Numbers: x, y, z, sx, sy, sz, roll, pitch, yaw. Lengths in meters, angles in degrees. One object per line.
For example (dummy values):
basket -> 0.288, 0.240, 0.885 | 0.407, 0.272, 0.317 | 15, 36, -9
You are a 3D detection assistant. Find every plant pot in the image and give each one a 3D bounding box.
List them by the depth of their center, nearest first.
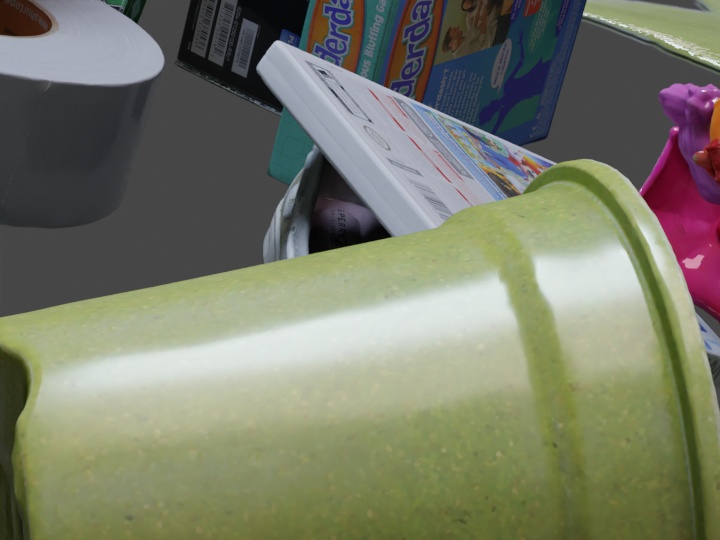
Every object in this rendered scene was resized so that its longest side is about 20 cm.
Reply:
plant pot -> -0.015, 0.073, 0.795 | 0.183, 0.201, 0.201 | -4, 27, -16

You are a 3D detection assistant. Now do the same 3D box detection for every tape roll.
tape roll -> -0.185, -0.087, 1.157 | 0.199, 0.066, 0.200 | 18, 17, -6

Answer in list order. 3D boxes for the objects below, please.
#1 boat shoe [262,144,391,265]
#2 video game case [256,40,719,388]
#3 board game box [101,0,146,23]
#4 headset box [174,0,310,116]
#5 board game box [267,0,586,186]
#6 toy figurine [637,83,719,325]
boat shoe -> 0.001, 0.000, 1.104 | 0.074, 0.065, 0.202 | 11, 22, -11
video game case -> 0.059, -0.021, 1.140 | 0.200, 0.018, 0.143 | 20, 24, -47
board game box -> -0.147, -0.188, 1.285 | 0.134, 0.201, 0.029 | 20, -7, 12
headset box -> 0.018, -0.178, 1.390 | 0.093, 0.175, 0.200 | 27, 23, 27
board game box -> 0.044, -0.122, 1.305 | 0.045, 0.153, 0.200 | 26, 24, 25
toy figurine -> 0.182, -0.027, 1.179 | 0.150, 0.200, 0.184 | -44, 34, -15
